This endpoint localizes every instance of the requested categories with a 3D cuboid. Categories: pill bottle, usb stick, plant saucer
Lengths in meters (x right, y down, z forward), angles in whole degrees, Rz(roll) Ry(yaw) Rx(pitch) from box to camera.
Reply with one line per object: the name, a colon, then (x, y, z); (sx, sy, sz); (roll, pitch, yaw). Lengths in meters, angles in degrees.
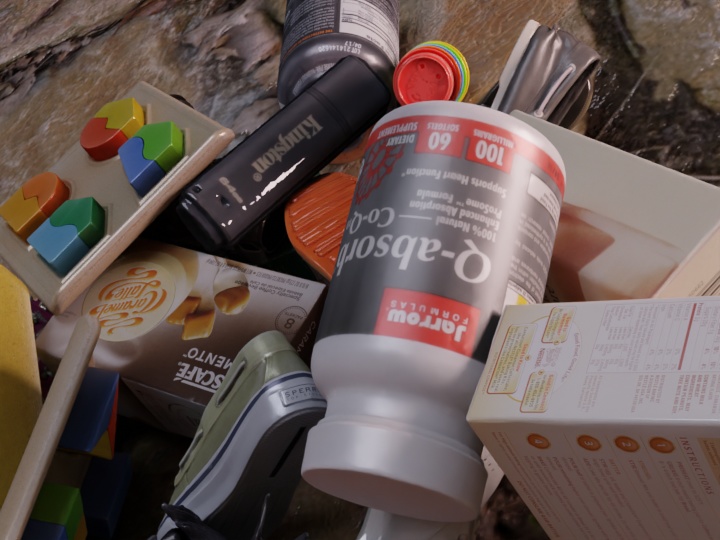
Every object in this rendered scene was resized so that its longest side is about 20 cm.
pill bottle: (-0.018, -0.181, 1.047); (0.105, 0.107, 0.202); (-20, 39, 20)
pill bottle: (0.038, 0.023, 0.646); (0.115, 0.116, 0.202); (-2, 64, 37)
usb stick: (-0.053, -0.090, 0.901); (0.200, 0.056, 0.033); (-44, 9, -27)
plant saucer: (-0.269, 0.096, 0.883); (0.048, 0.203, 0.200); (-6, -9, -27)

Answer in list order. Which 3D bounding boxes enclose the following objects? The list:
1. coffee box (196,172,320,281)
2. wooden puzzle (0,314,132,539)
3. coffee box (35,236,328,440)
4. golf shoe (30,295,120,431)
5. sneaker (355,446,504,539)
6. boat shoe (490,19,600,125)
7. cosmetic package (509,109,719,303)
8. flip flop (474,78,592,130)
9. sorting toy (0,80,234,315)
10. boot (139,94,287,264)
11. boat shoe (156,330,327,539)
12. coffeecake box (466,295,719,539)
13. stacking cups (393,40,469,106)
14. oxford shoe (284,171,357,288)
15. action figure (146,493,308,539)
coffee box: (-0.123, -0.013, 1.003); (0.198, 0.044, 0.124); (-22, 40, 20)
wooden puzzle: (-0.188, 0.160, 0.785); (0.046, 0.201, 0.187); (12, 48, 0)
coffee box: (-0.117, 0.055, 0.860); (0.198, 0.080, 0.115); (14, 59, 31)
golf shoe: (-0.253, 0.102, 0.978); (0.092, 0.075, 0.200); (-61, 40, 16)
sneaker: (0.032, 0.169, 0.675); (0.087, 0.075, 0.201); (30, 75, 35)
boat shoe: (0.103, -0.072, 0.834); (0.056, 0.067, 0.202); (23, 94, 13)
cosmetic package: (0.147, -0.012, 0.735); (0.087, 0.104, 0.200); (-44, 36, -9)
flip flop: (0.085, -0.089, 0.899); (0.199, 0.081, 0.058); (-40, 0, 10)
sorting toy: (-0.204, -0.068, 0.934); (0.185, 0.037, 0.199); (-47, 34, -9)
boot: (-0.114, -0.075, 0.982); (0.172, 0.069, 0.202); (-8, 49, 25)
boat shoe: (-0.075, 0.118, 0.740); (0.201, 0.071, 0.062); (-54, 46, 36)
coffeecake box: (0.174, 0.086, 0.562); (0.198, 0.154, 0.074); (-3, 47, 36)
stacking cups: (0.050, -0.139, 0.911); (0.060, 0.061, 0.200); (-27, 8, 12)
oxford shoe: (0.000, 0.000, 0.858); (0.071, 0.073, 0.201); (-27, 41, -4)
action figure: (-0.115, 0.217, 0.695); (0.199, 0.119, 0.102); (-38, 26, 13)
